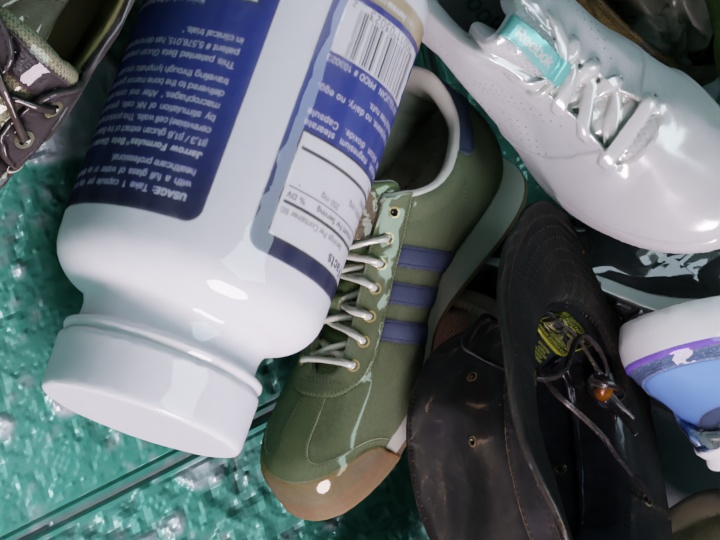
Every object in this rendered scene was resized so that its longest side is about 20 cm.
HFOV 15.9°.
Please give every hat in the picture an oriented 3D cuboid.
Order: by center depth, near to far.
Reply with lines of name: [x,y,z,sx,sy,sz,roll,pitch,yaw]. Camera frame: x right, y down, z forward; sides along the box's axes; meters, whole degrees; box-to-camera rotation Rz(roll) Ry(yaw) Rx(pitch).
hat: [0.065,0.077,1.057,0.201,0.081,0.201,-15,90,-71]

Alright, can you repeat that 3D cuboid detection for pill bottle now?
pill bottle: [-0.054,-0.033,1.015,0.111,0.111,0.200,30,72,-38]

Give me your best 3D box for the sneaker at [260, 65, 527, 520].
sneaker: [0.000,0.000,1.087,0.200,0.067,0.090,-60,137,-30]

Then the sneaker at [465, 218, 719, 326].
sneaker: [0.136,-0.006,1.181,0.200,0.076,0.088,10,64,-6]

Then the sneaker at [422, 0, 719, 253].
sneaker: [0.077,-0.081,1.051,0.075,0.200,0.088,-50,169,2]

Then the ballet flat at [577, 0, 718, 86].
ballet flat: [0.109,-0.154,1.182,0.200,0.071,0.071,46,63,-32]

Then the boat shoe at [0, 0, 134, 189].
boat shoe: [-0.137,-0.082,0.971,0.073,0.065,0.200,39,69,-37]

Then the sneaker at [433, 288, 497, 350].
sneaker: [0.074,0.102,1.163,0.076,0.070,0.200,-43,117,-25]

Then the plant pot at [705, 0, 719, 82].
plant pot: [0.218,-0.164,1.141,0.200,0.200,0.190,9,49,-41]

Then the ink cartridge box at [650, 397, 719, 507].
ink cartridge box: [0.222,0.127,1.260,0.147,0.083,0.200,-28,122,-36]

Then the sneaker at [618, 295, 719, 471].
sneaker: [0.196,0.097,1.094,0.200,0.081,0.147,15,62,-38]

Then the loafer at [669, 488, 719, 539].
loafer: [0.107,0.178,1.143,0.200,0.067,0.076,-43,123,8]
